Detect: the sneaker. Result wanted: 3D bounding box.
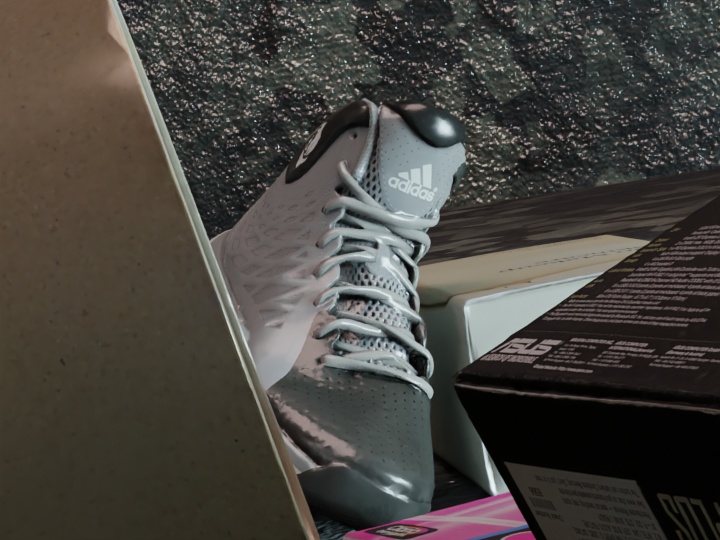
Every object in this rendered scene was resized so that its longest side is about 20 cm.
[{"bbox_3d":[0.000,0.000,0.820,0.075,0.116,0.200,28,15,-26],"label":"sneaker"}]

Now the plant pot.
[{"bbox_3d":[-0.118,0.049,0.515,0.200,0.187,0.187,-20,4,-2],"label":"plant pot"}]

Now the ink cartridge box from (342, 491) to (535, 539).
[{"bbox_3d":[0.104,0.066,0.630,0.200,0.037,0.095,-9,4,-28],"label":"ink cartridge box"}]

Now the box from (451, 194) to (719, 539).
[{"bbox_3d":[0.138,0.019,0.477,0.164,0.086,0.200,-33,12,-20],"label":"box"}]

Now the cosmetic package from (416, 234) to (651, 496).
[{"bbox_3d":[0.075,0.031,0.913,0.103,0.073,0.200,-10,3,-8],"label":"cosmetic package"}]
